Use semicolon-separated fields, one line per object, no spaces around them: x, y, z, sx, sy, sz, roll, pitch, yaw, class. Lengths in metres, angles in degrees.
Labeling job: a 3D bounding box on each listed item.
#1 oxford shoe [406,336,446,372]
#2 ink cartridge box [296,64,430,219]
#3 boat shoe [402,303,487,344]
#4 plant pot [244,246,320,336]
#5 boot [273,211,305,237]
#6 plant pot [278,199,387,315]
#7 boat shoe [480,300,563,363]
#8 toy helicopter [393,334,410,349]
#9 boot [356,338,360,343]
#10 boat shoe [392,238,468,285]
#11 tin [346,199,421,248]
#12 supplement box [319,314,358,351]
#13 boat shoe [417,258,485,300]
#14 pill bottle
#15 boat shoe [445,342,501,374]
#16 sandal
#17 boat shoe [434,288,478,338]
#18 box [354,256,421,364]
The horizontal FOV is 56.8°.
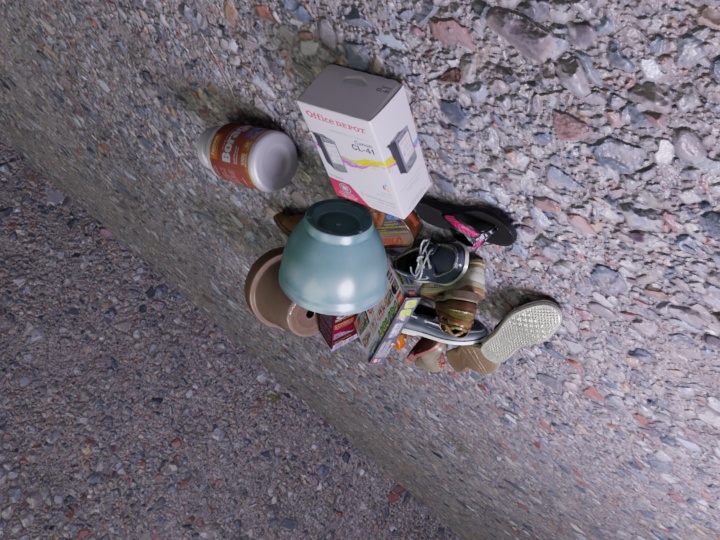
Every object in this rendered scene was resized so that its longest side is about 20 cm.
0.159;0.176;1.428;0.075;0.071;0.200;39;166;2;oxford shoe
0.009;-0.187;0.990;0.146;0.086;0.201;24;156;34;ink cartridge box
0.156;0.100;1.325;0.197;0.073;0.063;9;108;15;boat shoe
-0.150;0.067;1.550;0.174;0.200;0.201;39;167;52;plant pot
-0.127;-0.095;1.443;0.073;0.076;0.200;31;-174;-36;boot
-0.043;-0.039;1.165;0.199;0.200;0.136;28;131;26;plant pot
0.280;0.097;1.155;0.075;0.062;0.200;42;144;3;boat shoe
0.071;0.067;1.433;0.132;0.078;0.201;43;154;29;toy helicopter
-0.006;0.136;1.687;0.199;0.070;0.174;36;158;1;boot
0.119;-0.017;1.162;0.061;0.076;0.200;13;176;-22;boat shoe
0.033;-0.090;1.212;0.112;0.042;0.199;53;156;-22;tin
-0.028;0.084;1.433;0.061;0.108;0.201;54;158;26;supplement box
0.168;0.022;1.202;0.072;0.064;0.200;17;169;-21;boat shoe
-0.221;-0.219;1.264;0.198;0.113;0.113;19;152;40;pill bottle
0.239;0.168;1.357;0.072;0.064;0.200;56;161;1;boat shoe
0.157;-0.067;1.043;0.199;0.045;0.075;19;151;42;sandal
0.159;0.080;1.149;0.071;0.069;0.200;9;170;7;boat shoe
0.049;0.081;1.325;0.201;0.034;0.111;-64;36;40;box
